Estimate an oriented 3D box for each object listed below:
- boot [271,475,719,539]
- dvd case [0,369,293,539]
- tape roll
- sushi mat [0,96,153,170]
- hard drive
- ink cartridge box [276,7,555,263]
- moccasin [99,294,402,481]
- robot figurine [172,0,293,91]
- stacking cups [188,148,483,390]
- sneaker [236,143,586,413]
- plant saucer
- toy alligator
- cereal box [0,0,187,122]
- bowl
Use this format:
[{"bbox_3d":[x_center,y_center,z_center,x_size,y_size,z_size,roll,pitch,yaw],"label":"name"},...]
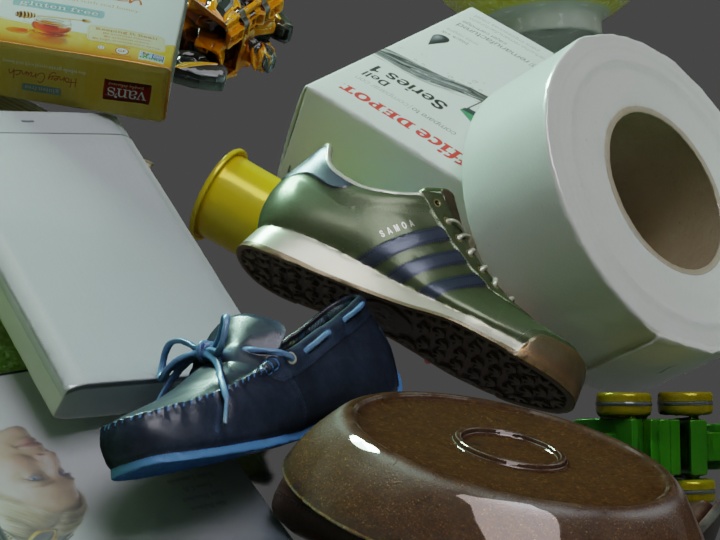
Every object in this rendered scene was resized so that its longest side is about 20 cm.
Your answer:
[{"bbox_3d":[0.070,0.121,1.004,0.199,0.065,0.186,24,22,23],"label":"boot"},{"bbox_3d":[-0.116,0.114,0.955,0.142,0.018,0.200,-8,42,-35],"label":"dvd case"},{"bbox_3d":[0.153,-0.033,1.161,0.202,0.071,0.204,24,53,-36],"label":"tape roll"},{"bbox_3d":[-0.214,-0.082,1.126,0.199,0.012,0.096,27,28,-8],"label":"sushi mat"},{"bbox_3d":[-0.143,-0.009,1.047,0.131,0.027,0.200,-2,47,-41],"label":"hard drive"},{"bbox_3d":[0.063,-0.076,1.255,0.146,0.085,0.200,32,35,20],"label":"ink cartridge box"},{"bbox_3d":[-0.059,0.054,0.977,0.080,0.069,0.200,-14,0,33],"label":"moccasin"},{"bbox_3d":[-0.141,-0.190,1.343,0.199,0.058,0.145,27,37,13],"label":"robot figurine"},{"bbox_3d":[0.000,0.000,1.135,0.199,0.061,0.060,28,34,15],"label":"stacking cups"},{"bbox_3d":[0.040,-0.004,1.077,0.199,0.067,0.090,24,65,6],"label":"sneaker"},{"bbox_3d":[0.065,0.095,0.907,0.199,0.035,0.200,11,12,-2],"label":"plant saucer"},{"bbox_3d":[0.179,0.096,1.095,0.199,0.060,0.054,1,-4,-25],"label":"toy alligator"},{"bbox_3d":[-0.176,-0.159,1.197,0.143,0.040,0.200,8,31,-5],"label":"cereal box"},{"bbox_3d":[0.133,-0.217,1.452,0.199,0.200,0.108,0,81,-26],"label":"bowl"}]
